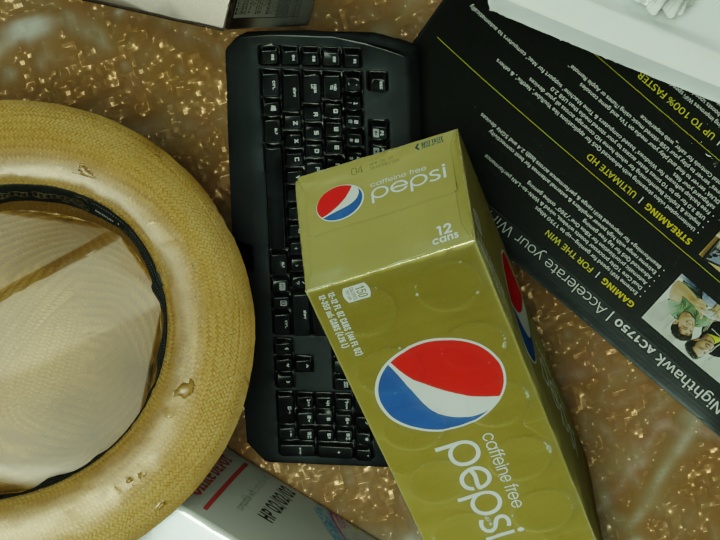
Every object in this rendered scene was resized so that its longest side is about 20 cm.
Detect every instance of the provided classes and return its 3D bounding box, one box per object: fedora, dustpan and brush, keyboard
[{"bbox_3d":[-0.140,0.032,1.051,0.199,0.082,0.202,0,79,-2],"label":"fedora"},{"bbox_3d":[0.132,-0.167,0.993,0.139,0.057,0.201,20,60,-10],"label":"dustpan and brush"},{"bbox_3d":[0.000,0.000,1.071,0.103,0.040,0.201,-2,122,2],"label":"keyboard"}]

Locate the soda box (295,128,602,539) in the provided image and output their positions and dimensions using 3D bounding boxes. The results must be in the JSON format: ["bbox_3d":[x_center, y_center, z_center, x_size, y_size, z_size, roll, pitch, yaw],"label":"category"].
[{"bbox_3d":[0.038,0.044,1.046,0.067,0.064,0.201,-17,133,9],"label":"soda box"}]

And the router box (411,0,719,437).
[{"bbox_3d":[0.115,-0.051,1.056,0.200,0.051,0.149,41,130,2],"label":"router box"}]

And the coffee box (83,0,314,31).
[{"bbox_3d":[-0.079,-0.142,1.028,0.112,0.200,0.080,14,97,6],"label":"coffee box"}]

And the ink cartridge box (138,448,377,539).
[{"bbox_3d":[-0.040,0.134,1.094,0.199,0.115,0.068,31,100,3],"label":"ink cartridge box"}]
